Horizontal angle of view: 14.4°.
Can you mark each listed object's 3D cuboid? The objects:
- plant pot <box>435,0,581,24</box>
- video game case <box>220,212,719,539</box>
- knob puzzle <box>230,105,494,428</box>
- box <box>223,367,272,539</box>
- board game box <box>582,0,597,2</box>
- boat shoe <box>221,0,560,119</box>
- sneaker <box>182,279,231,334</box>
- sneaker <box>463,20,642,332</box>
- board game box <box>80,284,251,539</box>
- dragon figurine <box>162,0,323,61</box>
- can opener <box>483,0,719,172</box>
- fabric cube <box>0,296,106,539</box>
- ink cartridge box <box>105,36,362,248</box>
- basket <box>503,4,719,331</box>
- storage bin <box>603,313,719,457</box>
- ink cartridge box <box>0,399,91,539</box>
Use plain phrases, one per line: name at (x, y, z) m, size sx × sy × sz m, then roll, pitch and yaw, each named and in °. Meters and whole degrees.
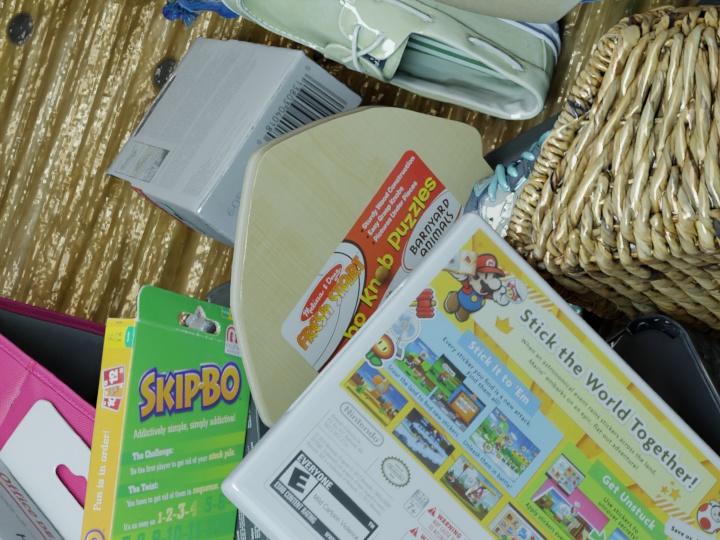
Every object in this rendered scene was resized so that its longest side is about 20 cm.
plant pot at (0.086, -0.207, 1.483) m, size 0.200 × 0.200 × 0.134 m, roll -43°, pitch 93°, yaw 17°
video game case at (0.063, 0.105, 1.337) m, size 0.200 × 0.023 × 0.182 m, roll 45°, pitch 71°, yaw -8°
knob puzzle at (0.000, 0.000, 1.503) m, size 0.030 × 0.220 × 0.220 m, roll 13°, pitch 85°, yaw 51°
box at (-0.017, 0.159, 1.523) m, size 0.044 × 0.160 × 0.200 m, roll -17°, pitch 71°, yaw 33°
board game box at (0.110, -0.249, 1.603) m, size 0.200 × 0.043 × 0.199 m, roll -3°, pitch 76°, yaw 37°
boat shoe at (0.016, -0.136, 1.559) m, size 0.072 × 0.200 × 0.062 m, roll 112°, pitch 167°, yaw -47°
sneaker at (-0.020, 0.008, 1.625) m, size 0.091 × 0.076 × 0.200 m, roll 41°, pitch 100°, yaw 15°
sneaker at (0.099, -0.040, 1.489) m, size 0.086 × 0.078 × 0.200 m, roll 20°, pitch 97°, yaw 13°
board game box at (-0.099, 0.112, 1.432) m, size 0.030 × 0.096 × 0.200 m, roll 2°, pitch 80°, yaw 37°
dragon figurine at (-0.046, -0.166, 1.635) m, size 0.200 × 0.099 × 0.059 m, roll -8°, pitch 68°, yaw 65°
can opener at (0.155, -0.090, 1.546) m, size 0.200 × 0.053 × 0.066 m, roll -32°, pitch 28°, yaw 21°
fabric cube at (-0.170, 0.150, 1.604) m, size 0.200 × 0.196 × 0.199 m, roll 34°, pitch 98°, yaw 34°
ink cartridge box at (-0.078, -0.077, 1.657) m, size 0.109 × 0.050 × 0.200 m, roll -56°, pitch 21°, yaw -5°
basket at (0.172, -0.056, 1.427) m, size 0.149 × 0.200 × 0.143 m, roll -10°, pitch 74°, yaw 32°
storage bin at (0.128, 0.130, 1.477) m, size 0.200 × 0.094 × 0.135 m, roll -35°, pitch 62°, yaw 21°
ink cartridge box at (-0.212, 0.169, 1.469) m, size 0.200 × 0.067 × 0.116 m, roll -52°, pitch 58°, yaw 12°
